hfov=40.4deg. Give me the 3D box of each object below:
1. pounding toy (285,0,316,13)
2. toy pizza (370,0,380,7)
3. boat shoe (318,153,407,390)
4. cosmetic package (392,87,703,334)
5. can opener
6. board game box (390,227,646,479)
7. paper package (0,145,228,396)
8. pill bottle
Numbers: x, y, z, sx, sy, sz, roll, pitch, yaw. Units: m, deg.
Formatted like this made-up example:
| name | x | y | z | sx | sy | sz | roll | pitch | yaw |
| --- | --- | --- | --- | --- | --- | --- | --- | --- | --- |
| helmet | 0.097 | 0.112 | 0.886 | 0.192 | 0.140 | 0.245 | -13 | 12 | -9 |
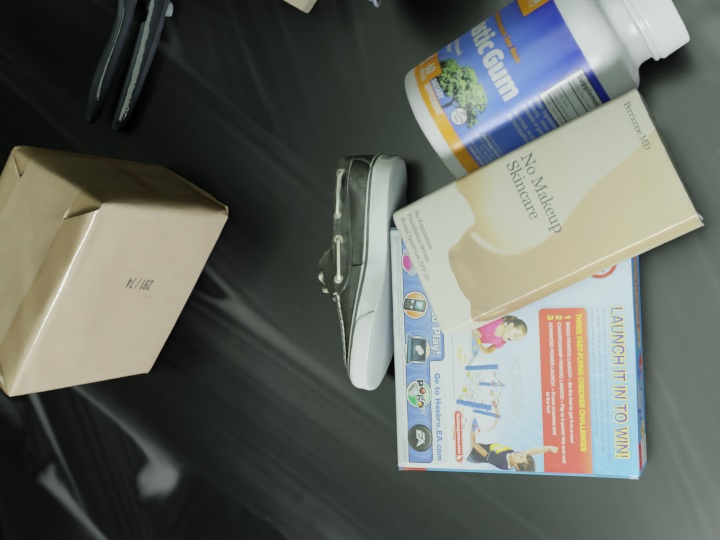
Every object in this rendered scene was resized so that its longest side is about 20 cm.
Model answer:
| name | x | y | z | sx | sy | sz | roll | pitch | yaw |
| --- | --- | --- | --- | --- | --- | --- | --- | --- | --- |
| pounding toy | -0.136 | -0.312 | 0.823 | 0.184 | 0.200 | 0.143 | 39 | 104 | 18 |
| toy pizza | 0.025 | -0.310 | 0.764 | 0.031 | 0.200 | 0.202 | 4 | 91 | 5 |
| boat shoe | 0.000 | 0.000 | 0.841 | 0.063 | 0.071 | 0.202 | 3 | 83 | 21 |
| cosmetic package | 0.136 | -0.038 | 0.719 | 0.199 | 0.071 | 0.106 | -28 | 78 | 19 |
| can opener | -0.217 | -0.232 | 0.941 | 0.063 | 0.079 | 0.201 | 11 | 99 | -17 |
| board game box | 0.126 | 0.060 | 0.792 | 0.194 | 0.056 | 0.202 | -2 | 89 | 22 |
| paper package | -0.238 | 0.001 | 0.865 | 0.103 | 0.200 | 0.191 | 32 | 102 | 20 |
| pill bottle | 0.143 | -0.158 | 0.756 | 0.199 | 0.112 | 0.113 | -31 | 78 | 19 |
